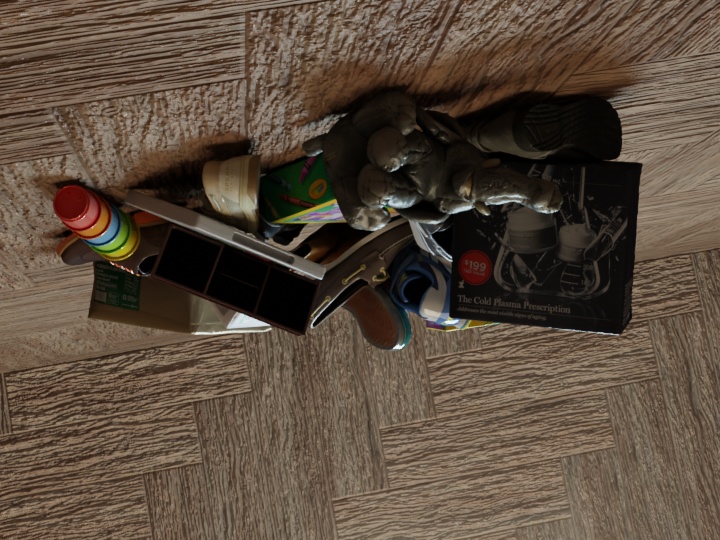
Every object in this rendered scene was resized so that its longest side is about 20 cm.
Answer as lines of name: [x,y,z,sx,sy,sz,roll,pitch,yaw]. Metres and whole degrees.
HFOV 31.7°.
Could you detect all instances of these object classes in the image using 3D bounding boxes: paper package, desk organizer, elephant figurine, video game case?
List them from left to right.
paper package: [-0.247,0.026,1.767,0.198,0.105,0.190,8,-177,33]
video game case: [-0.152,-0.040,1.440,0.143,0.018,0.199,19,177,45]
desk organizer: [-0.148,0.012,1.515,0.198,0.072,0.077,22,176,-7]
elephant figurine: [0.072,-0.097,1.263,0.198,0.156,0.142,5,144,-34]

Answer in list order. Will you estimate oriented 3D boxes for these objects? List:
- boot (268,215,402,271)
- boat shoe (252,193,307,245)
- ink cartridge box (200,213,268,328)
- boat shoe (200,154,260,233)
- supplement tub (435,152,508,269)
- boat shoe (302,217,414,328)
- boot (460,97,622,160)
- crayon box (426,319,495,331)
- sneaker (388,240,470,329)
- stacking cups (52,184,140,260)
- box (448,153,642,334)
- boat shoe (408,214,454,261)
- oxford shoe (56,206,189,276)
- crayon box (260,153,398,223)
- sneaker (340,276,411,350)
boot: [-0.034,-0.049,1.649,0.187,0.069,0.200,-23,177,24]
boat shoe: [-0.108,-0.077,1.577,0.063,0.073,0.200,-38,168,8]
ink cartridge box: [-0.145,-0.001,1.671,0.050,0.161,0.199,-49,155,26]
boat shoe: [-0.142,-0.085,1.382,0.064,0.073,0.200,2,173,-4]
supplement tub: [0.187,-0.083,1.577,0.199,0.142,0.140,-15,172,35]
boat shoe: [0.000,0.000,1.634,0.199,0.060,0.072,-32,166,3]
boot: [0.192,-0.153,1.410,0.199,0.069,0.130,-2,180,-44]
crayon box: [0.169,-0.028,1.739,0.171,0.202,0.058,-7,-174,-32]
sneaker: [0.073,0.008,1.647,0.082,0.075,0.200,6,-160,-31]
stacking cups: [-0.299,-0.052,1.421,0.060,0.061,0.200,-11,173,3]
box: [0.209,-0.034,1.433,0.198,0.184,0.104,5,-171,19]
boat shoe: [0.082,-0.075,1.460,0.072,0.068,0.201,-45,142,-15]
oxford shoe: [-0.300,-0.025,1.594,0.198,0.073,0.071,-14,173,28]
crayon box: [-0.006,-0.098,1.505,0.118,0.059,0.199,-17,171,42]
sneaker: [0.032,0.046,1.698,0.079,0.072,0.200,3,-157,-27]
